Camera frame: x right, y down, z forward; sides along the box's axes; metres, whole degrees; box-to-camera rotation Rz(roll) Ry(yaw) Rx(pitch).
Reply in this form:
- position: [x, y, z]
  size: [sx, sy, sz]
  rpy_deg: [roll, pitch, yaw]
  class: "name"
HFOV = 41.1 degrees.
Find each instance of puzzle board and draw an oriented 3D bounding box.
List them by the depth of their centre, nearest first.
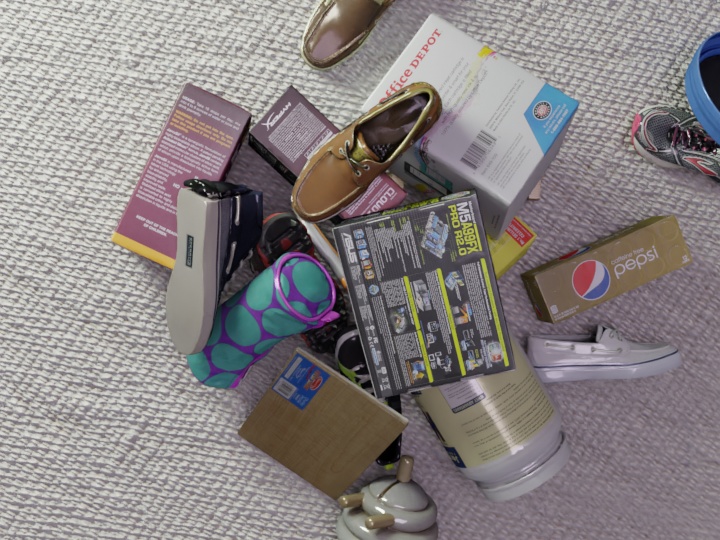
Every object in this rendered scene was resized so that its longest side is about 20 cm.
- position: [-0.048, 0.183, 1.129]
  size: [0.150, 0.200, 0.017]
  rpy_deg: [35, 44, -1]
  class: "puzzle board"

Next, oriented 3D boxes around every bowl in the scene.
- position: [0.498, -0.213, 1.206]
  size: [0.200, 0.039, 0.201]
  rpy_deg: [10, 60, -17]
  class: "bowl"

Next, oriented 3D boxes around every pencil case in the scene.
- position: [-0.115, 0.062, 1.097]
  size: [0.093, 0.200, 0.085]
  rpy_deg: [56, 40, 4]
  class: "pencil case"

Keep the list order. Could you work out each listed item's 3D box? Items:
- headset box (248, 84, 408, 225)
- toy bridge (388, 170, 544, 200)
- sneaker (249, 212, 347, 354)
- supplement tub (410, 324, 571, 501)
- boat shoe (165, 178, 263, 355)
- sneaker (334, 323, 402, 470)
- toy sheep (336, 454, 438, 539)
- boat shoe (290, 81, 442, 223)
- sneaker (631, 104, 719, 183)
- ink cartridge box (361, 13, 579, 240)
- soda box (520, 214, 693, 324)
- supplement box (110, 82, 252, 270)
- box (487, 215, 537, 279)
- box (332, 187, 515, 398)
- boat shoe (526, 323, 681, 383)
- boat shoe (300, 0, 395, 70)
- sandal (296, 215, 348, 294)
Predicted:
- position: [-0.036, -0.113, 1.129]
  size: [0.200, 0.149, 0.077]
  rpy_deg: [41, 87, -6]
  class: "headset box"
- position: [0.135, -0.125, 1.211]
  size: [0.199, 0.027, 0.068]
  rpy_deg: [2, 90, -6]
  class: "toy bridge"
- position: [-0.080, 0.012, 1.167]
  size: [0.071, 0.098, 0.201]
  rpy_deg: [-37, 119, -19]
  class: "sneaker"
- position: [0.152, 0.161, 1.162]
  size: [0.145, 0.145, 0.200]
  rpy_deg: [-32, 95, -6]
  class: "supplement tub"
- position: [-0.156, -0.005, 1.069]
  size: [0.093, 0.075, 0.201]
  rpy_deg: [-10, 118, -45]
  class: "boat shoe"
- position: [0.022, 0.153, 1.139]
  size: [0.071, 0.083, 0.201]
  rpy_deg: [-18, 124, -5]
  class: "sneaker"
- position: [0.031, 0.317, 1.157]
  size: [0.137, 0.138, 0.201]
  rpy_deg: [15, 106, -8]
  class: "toy sheep"
- position: [0.000, -0.128, 1.013]
  size: [0.200, 0.068, 0.072]
  rpy_deg: [-44, 91, 6]
  class: "boat shoe"
- position: [0.443, -0.163, 1.228]
  size: [0.199, 0.075, 0.081]
  rpy_deg: [16, 89, -7]
  class: "sneaker"
- position: [0.122, -0.164, 1.118]
  size: [0.200, 0.146, 0.147]
  rpy_deg: [34, 80, 10]
  class: "ink cartridge box"
- position: [0.311, -0.003, 1.219]
  size: [0.199, 0.064, 0.068]
  rpy_deg: [-24, 94, -7]
  class: "soda box"
- position: [-0.206, -0.107, 1.125]
  size: [0.085, 0.110, 0.201]
  rpy_deg: [25, 88, -7]
  class: "supplement box"
- position: [0.123, 0.002, 1.158]
  size: [0.075, 0.050, 0.200]
  rpy_deg: [45, 61, 12]
  class: "box"
- position: [0.071, 0.027, 1.047]
  size: [0.160, 0.044, 0.201]
  rpy_deg: [-13, 101, 8]
  class: "box"
- position: [0.308, 0.101, 1.216]
  size: [0.199, 0.074, 0.067]
  rpy_deg: [-6, 95, -6]
  class: "boat shoe"
- position: [0.001, -0.331, 1.165]
  size: [0.075, 0.075, 0.202]
  rpy_deg: [40, 86, -7]
  class: "boat shoe"
- position: [0.000, 0.000, 1.171]
  size: [0.059, 0.079, 0.207]
  rpy_deg: [-36, 94, -2]
  class: "sandal"
